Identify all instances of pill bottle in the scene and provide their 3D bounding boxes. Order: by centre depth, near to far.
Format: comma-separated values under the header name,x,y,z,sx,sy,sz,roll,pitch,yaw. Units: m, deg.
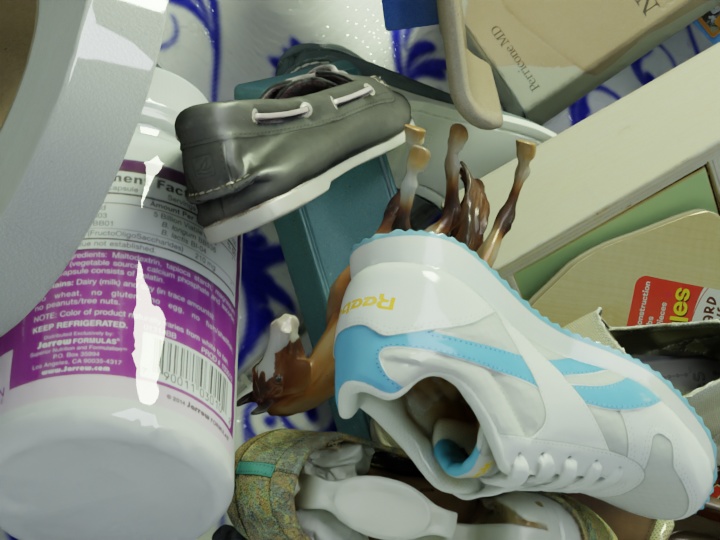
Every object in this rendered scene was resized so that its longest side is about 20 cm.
name,x,y,z,sx,sy,sz,roll,pitch,yaw
pill bottle,-0.106,0.013,1.139,0.112,0.112,0.200,22,49,-27

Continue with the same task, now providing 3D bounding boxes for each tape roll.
name,x,y,z,sx,sy,sz,roll,pitch,yaw
tape roll,-0.143,-0.068,1.102,0.037,0.203,0.203,22,49,-26

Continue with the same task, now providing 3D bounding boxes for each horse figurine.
name,x,y,z,sx,sy,sz,roll,pitch,yaw
horse figurine,0.023,-0.001,1.198,0.050,0.133,0.200,23,13,19

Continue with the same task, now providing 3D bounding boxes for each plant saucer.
name,x,y,z,sx,sy,sz,roll,pitch,yaw
plant saucer,0.000,0.000,1.257,0.070,0.019,0.201,-16,89,-33

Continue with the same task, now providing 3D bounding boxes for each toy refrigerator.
name,x,y,z,sx,sy,sz,roll,pitch,yaw
toy refrigerator,0.149,-0.039,1.319,0.070,0.200,0.076,54,-9,47

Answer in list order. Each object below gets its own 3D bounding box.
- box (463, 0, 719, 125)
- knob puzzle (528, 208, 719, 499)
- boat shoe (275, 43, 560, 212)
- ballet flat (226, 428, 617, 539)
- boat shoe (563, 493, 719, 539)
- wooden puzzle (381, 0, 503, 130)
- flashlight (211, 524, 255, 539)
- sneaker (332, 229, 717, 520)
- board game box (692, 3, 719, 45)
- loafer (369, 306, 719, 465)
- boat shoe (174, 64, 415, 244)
name,x,y,z,sx,sy,sz,roll,pitch,yaw
box,0.143,-0.167,1.415,0.095,0.200,0.078,54,-2,6
knob puzzle,0.145,0.066,1.303,0.219,0.030,0.220,-2,98,-15
boat shoe,0.044,-0.065,1.349,0.200,0.073,0.062,19,26,-24
ballet flat,0.038,0.113,1.141,0.199,0.071,0.071,18,51,-23
boat shoe,0.122,0.123,1.243,0.202,0.075,0.075,8,85,-19
wooden puzzle,0.025,-0.174,1.269,0.185,0.046,0.201,-89,167,-77
flashlight,0.019,0.170,1.168,0.200,0.068,0.068,28,88,-17
sneaker,0.067,0.064,1.121,0.200,0.076,0.081,31,56,-26
board game box,0.192,-0.181,1.529,0.200,0.037,0.151,47,18,6
loafer,0.099,0.055,1.228,0.199,0.068,0.076,-7,38,-23
boat shoe,-0.026,-0.065,1.159,0.057,0.067,0.200,68,22,-8
